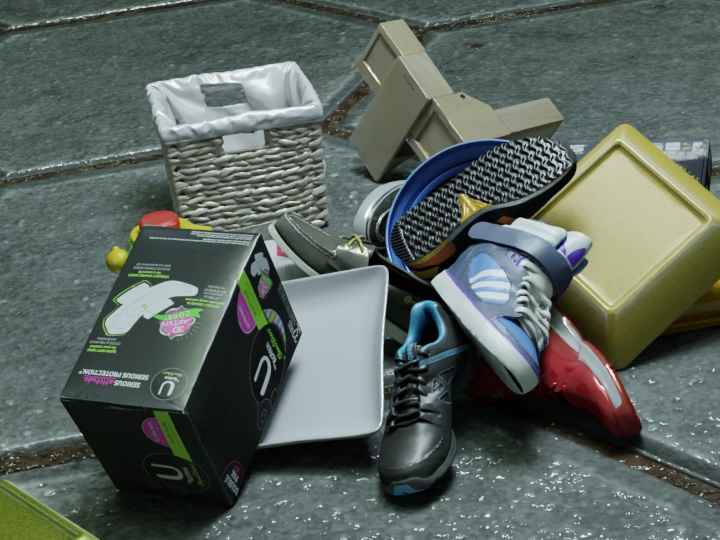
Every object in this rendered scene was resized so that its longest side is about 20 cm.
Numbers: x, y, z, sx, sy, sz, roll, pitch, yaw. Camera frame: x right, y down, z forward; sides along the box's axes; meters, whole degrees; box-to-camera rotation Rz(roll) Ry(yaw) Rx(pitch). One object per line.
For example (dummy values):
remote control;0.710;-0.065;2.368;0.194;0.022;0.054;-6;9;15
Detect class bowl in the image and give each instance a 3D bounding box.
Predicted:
bowl;0.127;-0.041;1.747;0.200;0.039;0.201;-7;64;15

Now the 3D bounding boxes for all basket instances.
basket;-0.149;-0.146;2.047;0.198;0.161;0.200;-10;25;-8

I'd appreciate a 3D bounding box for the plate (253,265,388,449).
plate;-0.068;0.092;1.573;0.199;0.032;0.200;-10;47;15

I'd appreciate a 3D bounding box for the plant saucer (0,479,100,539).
plant saucer;-0.315;0.242;1.375;0.200;0.048;0.200;-25;30;-36

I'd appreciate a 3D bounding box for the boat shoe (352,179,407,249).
boat shoe;0.073;-0.073;1.943;0.064;0.071;0.200;14;30;39

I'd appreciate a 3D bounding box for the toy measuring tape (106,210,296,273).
toy measuring tape;-0.166;-0.035;1.715;0.200;0.074;0.074;-16;26;-16

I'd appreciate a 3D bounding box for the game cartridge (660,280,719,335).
game cartridge;0.291;0.014;1.755;0.176;0.033;0.200;-9;22;-5

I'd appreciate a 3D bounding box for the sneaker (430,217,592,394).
sneaker;0.159;0.017;1.538;0.146;0.081;0.200;-35;30;-1

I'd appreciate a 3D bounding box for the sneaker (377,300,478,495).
sneaker;0.048;0.113;1.491;0.073;0.082;0.200;-11;37;24

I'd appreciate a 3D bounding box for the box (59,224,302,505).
box;-0.154;0.083;1.489;0.124;0.149;0.200;5;51;22

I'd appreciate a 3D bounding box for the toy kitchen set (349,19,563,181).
toy kitchen set;0.105;-0.199;2.128;0.180;0.163;0.200;-17;64;-38

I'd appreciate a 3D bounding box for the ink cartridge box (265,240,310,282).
ink cartridge box;-0.135;0.036;1.736;0.200;0.086;0.148;-7;25;1

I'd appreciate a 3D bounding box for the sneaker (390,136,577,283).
sneaker;0.129;-0.056;1.650;0.200;0.090;0.070;-31;54;7

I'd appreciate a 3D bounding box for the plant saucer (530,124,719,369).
plant saucer;0.255;-0.036;1.654;0.200;0.048;0.200;-42;60;-5

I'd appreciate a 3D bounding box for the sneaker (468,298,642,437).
sneaker;0.172;0.112;1.549;0.115;0.078;0.200;-33;35;-2

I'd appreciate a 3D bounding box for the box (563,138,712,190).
box;0.271;-0.070;1.791;0.200;0.049;0.161;1;45;19

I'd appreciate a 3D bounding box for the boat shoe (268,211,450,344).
boat shoe;0.000;-0.001;1.680;0.202;0.060;0.072;36;20;-6
